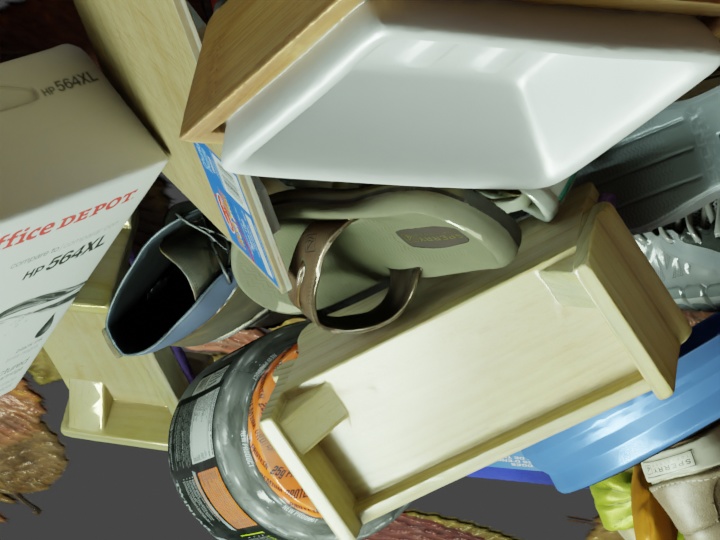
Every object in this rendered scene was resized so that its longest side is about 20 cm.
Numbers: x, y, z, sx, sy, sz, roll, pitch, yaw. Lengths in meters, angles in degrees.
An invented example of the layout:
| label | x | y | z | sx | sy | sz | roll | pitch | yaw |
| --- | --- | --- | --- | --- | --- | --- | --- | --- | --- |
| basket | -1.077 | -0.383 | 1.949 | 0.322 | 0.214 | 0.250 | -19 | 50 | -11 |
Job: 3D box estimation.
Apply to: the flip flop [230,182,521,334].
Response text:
| label | x | y | z | sx | sy | sz | roll | pitch | yaw |
| --- | --- | --- | --- | --- | --- | --- | --- | --- | --- |
| flip flop | 0.000 | 0.000 | 1.284 | 0.081 | 0.058 | 0.200 | 30 | 158 | -31 |

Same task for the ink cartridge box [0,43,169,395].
| label | x | y | z | sx | sy | sz | roll | pitch | yaw |
| --- | --- | --- | --- | --- | --- | --- | --- | --- | --- |
| ink cartridge box | -0.206 | -0.006 | 1.327 | 0.084 | 0.146 | 0.200 | 50 | 132 | 14 |

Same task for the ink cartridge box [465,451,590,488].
| label | x | y | z | sx | sy | sz | roll | pitch | yaw |
| --- | --- | --- | --- | --- | --- | --- | --- | --- | --- |
| ink cartridge box | 0.078 | 0.067 | 1.596 | 0.136 | 0.076 | 0.200 | 5 | 155 | 12 |

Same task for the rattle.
| label | x | y | z | sx | sy | sz | roll | pitch | yaw |
| --- | --- | --- | --- | --- | --- | --- | --- | --- | --- |
| rattle | 0.244 | 0.125 | 1.548 | 0.200 | 0.130 | 0.143 | 13 | 172 | -9 |

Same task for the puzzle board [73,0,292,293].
| label | x | y | z | sx | sy | sz | roll | pitch | yaw |
| --- | --- | --- | --- | --- | --- | --- | --- | --- | --- |
| puzzle board | -0.094 | -0.096 | 1.255 | 0.151 | 0.017 | 0.200 | 44 | 162 | 41 |

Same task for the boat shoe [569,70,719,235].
| label | x | y | z | sx | sy | sz | roll | pitch | yaw |
| --- | --- | --- | --- | --- | --- | --- | --- | --- | --- |
| boat shoe | 0.167 | -0.062 | 1.304 | 0.200 | 0.072 | 0.062 | -13 | -179 | 40 |

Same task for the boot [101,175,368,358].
| label | x | y | z | sx | sy | sz | roll | pitch | yaw |
| --- | --- | --- | --- | --- | --- | --- | --- | --- | --- |
| boot | -0.052 | -0.015 | 1.402 | 0.200 | 0.097 | 0.075 | -43 | 82 | 33 |

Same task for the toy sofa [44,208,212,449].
| label | x | y | z | sx | sy | sz | roll | pitch | yaw |
| --- | --- | --- | --- | --- | --- | --- | --- | --- | --- |
| toy sofa | -0.147 | 0.019 | 1.537 | 0.083 | 0.098 | 0.200 | 6 | 153 | 15 |

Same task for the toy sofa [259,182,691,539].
| label | x | y | z | sx | sy | sz | roll | pitch | yaw |
| --- | --- | --- | --- | --- | --- | --- | --- | --- | --- |
| toy sofa | 0.057 | 0.045 | 1.307 | 0.200 | 0.098 | 0.083 | -27 | 109 | 22 |

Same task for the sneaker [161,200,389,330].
| label | x | y | z | sx | sy | sz | roll | pitch | yaw |
| --- | --- | --- | --- | --- | --- | --- | --- | --- | --- |
| sneaker | -0.022 | -0.010 | 1.485 | 0.200 | 0.074 | 0.079 | -3 | 146 | 26 |

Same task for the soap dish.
| label | x | y | z | sx | sy | sz | roll | pitch | yaw |
| --- | --- | --- | --- | --- | --- | --- | --- | --- | --- |
| soap dish | 0.041 | -0.100 | 1.144 | 0.200 | 0.081 | 0.157 | 0 | 157 | -34 |

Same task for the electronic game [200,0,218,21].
| label | x | y | z | sx | sy | sz | roll | pitch | yaw |
| --- | --- | --- | --- | --- | --- | --- | --- | --- | --- |
| electronic game | 0.021 | -0.122 | 1.276 | 0.200 | 0.042 | 0.200 | 8 | 154 | 4 |

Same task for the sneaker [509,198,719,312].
| label | x | y | z | sx | sy | sz | roll | pitch | yaw |
| --- | --- | --- | --- | --- | --- | --- | --- | --- | --- |
| sneaker | 0.144 | -0.029 | 1.383 | 0.115 | 0.075 | 0.200 | 32 | 147 | -29 |

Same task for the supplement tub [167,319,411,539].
| label | x | y | z | sx | sy | sz | roll | pitch | yaw |
| --- | --- | --- | --- | --- | --- | --- | --- | --- | --- |
| supplement tub | -0.032 | 0.093 | 1.468 | 0.122 | 0.123 | 0.200 | 17 | 169 | -12 |

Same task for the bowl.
| label | x | y | z | sx | sy | sz | roll | pitch | yaw |
| --- | --- | --- | --- | --- | --- | --- | --- | --- | --- |
| bowl | 0.177 | 0.057 | 1.418 | 0.039 | 0.201 | 0.201 | 60 | 145 | 2 |

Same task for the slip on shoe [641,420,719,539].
| label | x | y | z | sx | sy | sz | roll | pitch | yaw |
| --- | --- | --- | --- | --- | --- | --- | --- | --- | --- |
| slip on shoe | 0.228 | 0.095 | 1.487 | 0.076 | 0.061 | 0.200 | -21 | -177 | 38 |

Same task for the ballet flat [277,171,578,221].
| label | x | y | z | sx | sy | sz | roll | pitch | yaw |
| --- | --- | --- | --- | --- | --- | --- | --- | --- | --- |
| ballet flat | 0.011 | -0.056 | 1.306 | 0.200 | 0.070 | 0.069 | 5 | 153 | 19 |
